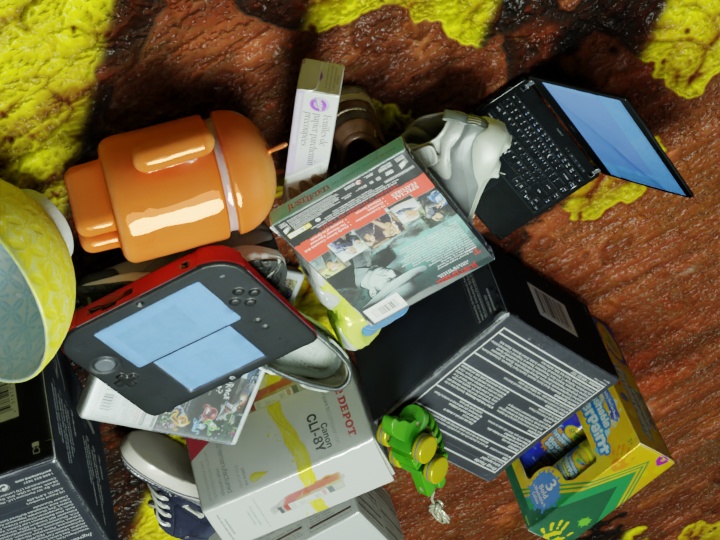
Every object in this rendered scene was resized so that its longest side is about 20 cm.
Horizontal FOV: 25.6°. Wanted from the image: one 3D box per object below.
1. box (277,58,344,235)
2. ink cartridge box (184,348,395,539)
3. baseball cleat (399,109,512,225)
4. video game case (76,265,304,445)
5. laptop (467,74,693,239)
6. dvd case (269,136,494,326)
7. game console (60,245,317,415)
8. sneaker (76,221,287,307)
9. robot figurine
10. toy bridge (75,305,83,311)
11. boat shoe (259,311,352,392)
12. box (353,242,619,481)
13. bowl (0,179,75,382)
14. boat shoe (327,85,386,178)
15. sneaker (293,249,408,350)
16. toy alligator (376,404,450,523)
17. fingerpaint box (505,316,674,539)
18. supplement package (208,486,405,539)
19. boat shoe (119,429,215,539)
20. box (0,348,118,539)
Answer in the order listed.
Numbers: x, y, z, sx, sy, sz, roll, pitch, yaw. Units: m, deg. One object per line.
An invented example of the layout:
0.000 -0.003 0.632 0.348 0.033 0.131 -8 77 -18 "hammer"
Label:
-0.046 -0.105 1.436 0.038 0.042 0.201 9 142 -2 "box"
-0.080 0.186 1.702 0.198 0.146 0.084 -23 137 2 "ink cartridge box"
0.076 -0.088 1.524 0.105 0.070 0.201 19 140 -4 "baseball cleat"
-0.169 0.071 1.588 0.180 0.023 0.202 14 106 -32 "video game case"
0.191 -0.096 1.545 0.199 0.104 0.177 -33 136 14 "laptop"
0.023 -0.031 1.485 0.145 0.022 0.200 -29 139 14 "dvd case"
-0.162 0.061 1.489 0.198 0.031 0.177 -25 137 17 "game console"
-0.171 0.001 1.502 0.197 0.080 0.074 -13 141 -5 "sneaker"
-0.161 -0.076 1.420 0.197 0.117 0.145 -15 123 -8 "robot figurine"
-0.226 0.093 1.635 0.067 0.027 0.200 -30 138 8 "toy bridge"
-0.086 0.062 1.576 0.199 0.060 0.076 24 102 -34 "boat shoe"
0.132 0.099 1.708 0.198 0.124 0.199 -41 132 22 "box"
-0.319 -0.013 1.411 0.108 0.199 0.202 -44 156 -41 "bowl"
0.004 -0.083 1.511 0.071 0.068 0.201 -20 138 0 "boat shoe"
0.000 0.000 1.599 0.104 0.076 0.201 -29 150 -4 "sneaker"
0.069 0.194 1.661 0.054 0.059 0.201 -53 141 -21 "toy alligator"
0.234 0.173 1.769 0.167 0.201 0.073 -41 133 23 "fingerpaint box"
-0.065 0.320 1.872 0.198 0.112 0.156 -29 137 10 "supplement package"
-0.211 0.249 1.766 0.093 0.075 0.199 -44 134 15 "boat shoe"
-0.328 0.178 1.556 0.116 0.198 0.201 -19 139 0 "box"
